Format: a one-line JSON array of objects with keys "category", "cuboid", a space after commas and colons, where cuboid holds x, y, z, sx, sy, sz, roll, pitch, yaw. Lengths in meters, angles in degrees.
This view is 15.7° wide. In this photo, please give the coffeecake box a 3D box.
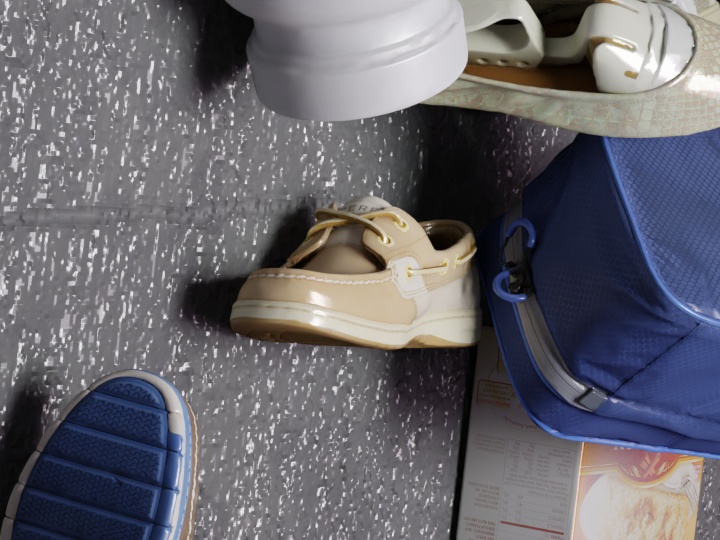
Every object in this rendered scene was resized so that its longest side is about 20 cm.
[{"category": "coffeecake box", "cuboid": [0.119, 0.132, 1.405, 0.154, 0.073, 0.200, 1, 97, -58]}]

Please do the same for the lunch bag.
[{"category": "lunch bag", "cuboid": [0.152, 0.014, 1.264, 0.200, 0.132, 0.136, 10, 50, -30]}]

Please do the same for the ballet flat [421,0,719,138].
[{"category": "ballet flat", "cuboid": [0.089, -0.100, 1.190, 0.062, 0.200, 0.067, 87, 6, -64]}]

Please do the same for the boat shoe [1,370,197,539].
[{"category": "boat shoe", "cuboid": [-0.104, 0.137, 1.051, 0.072, 0.072, 0.200, 8, 101, -64]}]

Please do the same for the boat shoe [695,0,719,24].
[{"category": "boat shoe", "cuboid": [0.127, -0.130, 1.368, 0.200, 0.072, 0.065, -28, 107, -50]}]

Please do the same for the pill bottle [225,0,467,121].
[{"category": "pill bottle", "cuboid": [-0.015, -0.171, 1.083, 0.116, 0.116, 0.200, -41, 130, -46]}]

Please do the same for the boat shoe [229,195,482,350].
[{"category": "boat shoe", "cuboid": [0.000, 0.000, 1.194, 0.200, 0.074, 0.069, 2, 93, -67]}]

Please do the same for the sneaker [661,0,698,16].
[{"category": "sneaker", "cuboid": [0.137, -0.153, 1.257, 0.087, 0.075, 0.200, -52, 139, -47]}]
